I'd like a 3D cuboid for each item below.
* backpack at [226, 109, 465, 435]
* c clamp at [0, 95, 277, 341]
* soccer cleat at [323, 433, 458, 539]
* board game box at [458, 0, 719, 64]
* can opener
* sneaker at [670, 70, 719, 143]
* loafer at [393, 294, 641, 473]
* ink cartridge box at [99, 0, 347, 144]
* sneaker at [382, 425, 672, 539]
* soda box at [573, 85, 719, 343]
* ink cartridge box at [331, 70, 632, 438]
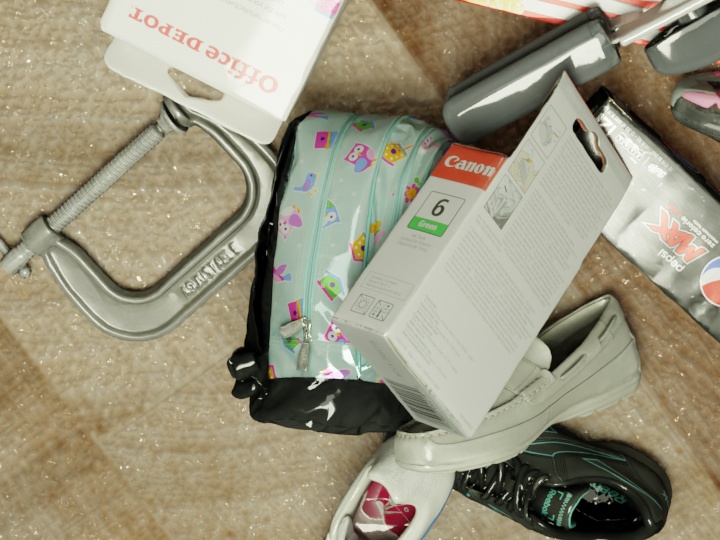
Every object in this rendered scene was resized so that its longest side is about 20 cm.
[{"bbox_3d":[0.000,0.000,1.261,0.126,0.167,0.202,7,89,12],"label":"backpack"},{"bbox_3d":[-0.153,-0.043,1.323,0.199,0.027,0.171,-35,99,12],"label":"c clamp"},{"bbox_3d":[-0.002,0.187,1.316,0.070,0.086,0.201,34,124,18],"label":"soccer cleat"},{"bbox_3d":[0.157,-0.225,1.245,0.199,0.046,0.153,13,105,1],"label":"board game box"},{"bbox_3d":[0.145,-0.128,1.221,0.199,0.053,0.067,-24,106,15],"label":"can opener"},{"bbox_3d":[0.280,-0.056,1.270,0.199,0.079,0.096,24,116,-1],"label":"sneaker"},{"bbox_3d":[0.097,0.072,1.268,0.070,0.199,0.070,5,112,48],"label":"loafer"},{"bbox_3d":[-0.065,-0.194,1.229,0.128,0.125,0.201,27,104,-2],"label":"ink cartridge box"},{"bbox_3d":[0.111,0.130,1.320,0.199,0.079,0.076,14,106,3],"label":"sneaker"},{"bbox_3d":[0.206,-0.024,1.282,0.200,0.063,0.071,42,103,-5],"label":"soda box"},{"bbox_3d":[0.077,-0.014,1.195,0.201,0.050,0.109,-56,133,-18],"label":"ink cartridge box"}]
